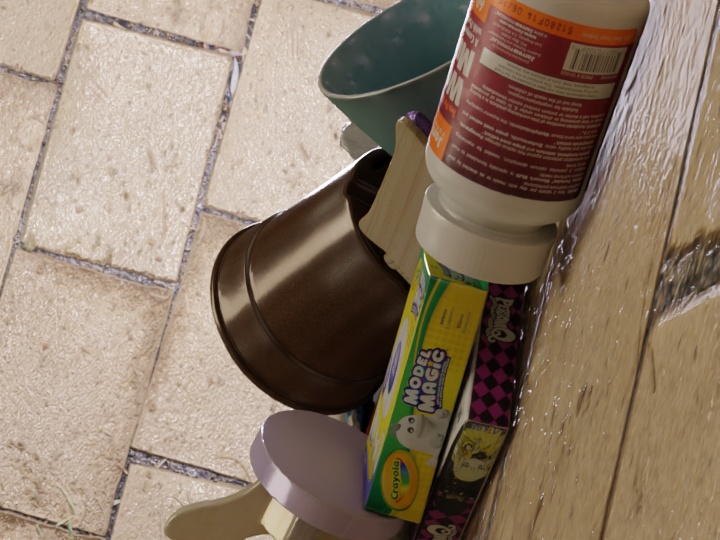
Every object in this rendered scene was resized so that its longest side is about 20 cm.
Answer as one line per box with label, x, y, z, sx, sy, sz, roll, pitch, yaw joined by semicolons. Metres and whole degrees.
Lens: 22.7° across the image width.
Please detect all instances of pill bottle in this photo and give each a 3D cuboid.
pill bottle;0.105;-0.099;1.150;0.110;0.109;0.201;-82;8;-63

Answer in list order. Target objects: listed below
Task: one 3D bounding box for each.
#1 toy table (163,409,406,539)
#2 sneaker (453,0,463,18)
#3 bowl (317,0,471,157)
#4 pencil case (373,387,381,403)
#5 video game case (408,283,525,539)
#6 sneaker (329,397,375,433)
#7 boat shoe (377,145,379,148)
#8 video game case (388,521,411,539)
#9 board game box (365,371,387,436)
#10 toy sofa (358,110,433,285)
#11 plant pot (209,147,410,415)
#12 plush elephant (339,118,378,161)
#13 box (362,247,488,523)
toy table;-0.042;0.189;1.326;0.118;0.183;0.200;-62;-12;12
sneaker;0.107;-0.166;1.628;0.074;0.087;0.201;-27;-40;-46
bowl;0.074;-0.161;1.519;0.201;0.200;0.105;-80;-33;-59
pencil case;0.020;0.088;1.869;0.200;0.090;0.083;-81;7;-54
video game case;0.080;0.092;1.321;0.182;0.036;0.201;108;176;-45
sneaker;-0.026;0.182;1.769;0.075;0.086;0.201;-72;-18;-45
boat shoe;0.077;-0.131;1.764;0.200;0.065;0.072;-29;33;61
video game case;0.043;0.141;1.503;0.200;0.024;0.183;57;-133;-78
board game box;0.022;0.159;1.536;0.200;0.019;0.103;92;-164;-53
toy sofa;0.074;-0.063;1.391;0.083;0.098;0.200;-38;-14;-25
plant pot;0.000;0.000;1.606;0.198;0.200;0.201;-38;30;44
plush elephant;0.043;-0.172;2.072;0.200;0.154;0.165;111;173;-64
box;0.048;0.065;1.272;0.117;0.048;0.201;-92;19;-78
